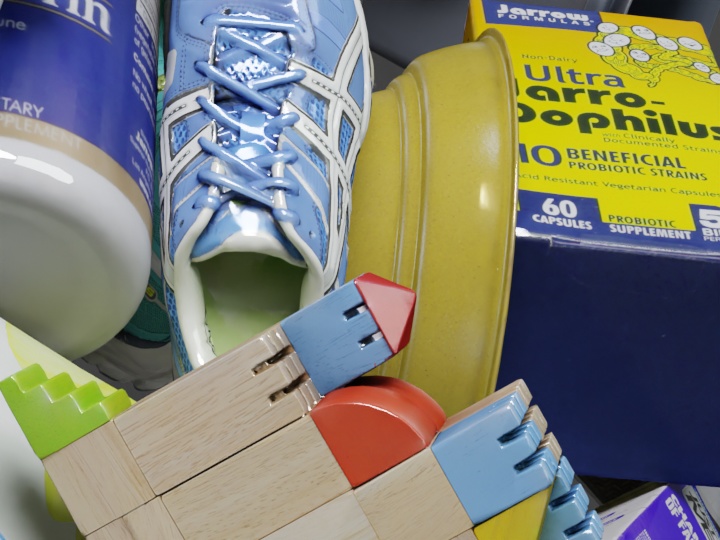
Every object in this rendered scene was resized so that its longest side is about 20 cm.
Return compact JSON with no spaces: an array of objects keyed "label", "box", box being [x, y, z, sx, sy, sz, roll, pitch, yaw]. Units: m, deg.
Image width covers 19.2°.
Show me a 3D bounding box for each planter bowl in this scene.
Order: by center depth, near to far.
[{"label":"planter bowl","box":[0.000,0.000,0.832,0.083,0.201,0.201,7,50,-8]}]

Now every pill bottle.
[{"label":"pill bottle","box":[-0.127,-0.074,0.735,0.116,0.116,0.201,31,41,-36]}]

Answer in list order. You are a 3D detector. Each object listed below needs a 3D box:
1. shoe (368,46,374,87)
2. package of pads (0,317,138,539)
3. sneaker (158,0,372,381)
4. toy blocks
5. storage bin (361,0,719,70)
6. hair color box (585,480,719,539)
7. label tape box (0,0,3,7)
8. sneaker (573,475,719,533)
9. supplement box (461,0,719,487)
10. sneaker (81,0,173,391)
[{"label":"shoe","box":[-0.048,-0.128,0.812,0.053,0.070,0.200,-7,50,-46]},{"label":"package of pads","box":[-0.096,0.108,0.672,0.200,0.068,0.155,35,40,-33]},{"label":"sneaker","box":[-0.030,-0.035,0.713,0.077,0.075,0.201,-145,-127,-86]},{"label":"toy blocks","box":[0.007,0.084,0.616,0.200,0.136,0.100,60,11,0]},{"label":"storage bin","box":[0.092,-0.134,1.066,0.134,0.146,0.200,26,29,17]},{"label":"hair color box","box":[0.071,0.138,0.792,0.065,0.109,0.200,62,19,3]},{"label":"label tape box","box":[-0.195,-0.066,0.614,0.143,0.066,0.200,19,22,23]},{"label":"sneaker","box":[0.136,0.074,1.017,0.201,0.073,0.085,64,26,-9]},{"label":"supplement box","box":[0.095,-0.017,0.878,0.108,0.110,0.200,5,32,-6]},{"label":"sneaker","box":[-0.067,-0.048,0.826,0.077,0.080,0.201,27,44,-40]}]
